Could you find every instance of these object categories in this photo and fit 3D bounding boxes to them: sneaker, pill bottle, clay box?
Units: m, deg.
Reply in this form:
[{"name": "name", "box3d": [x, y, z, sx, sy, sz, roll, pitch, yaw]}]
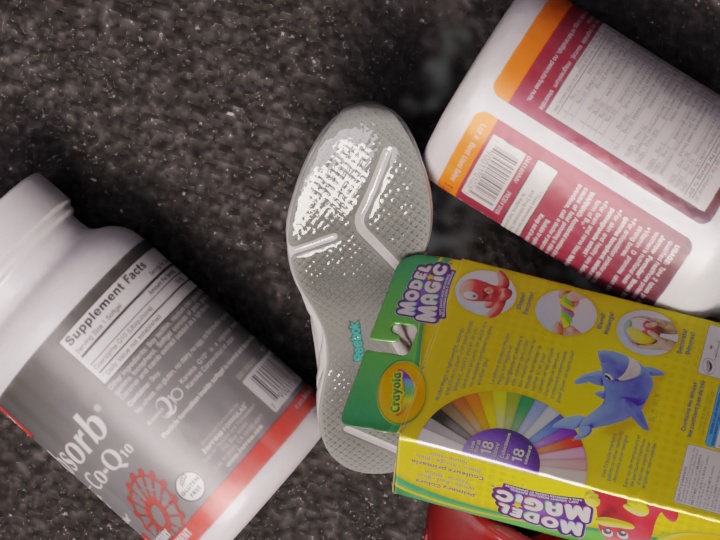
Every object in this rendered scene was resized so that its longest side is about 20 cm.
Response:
[{"name": "sneaker", "box3d": [0.000, 0.000, 1.185, 0.070, 0.080, 0.201, -1, 123, 0]}, {"name": "pill bottle", "box3d": [-0.123, 0.050, 1.231, 0.200, 0.116, 0.116, 41, 110, 0]}, {"name": "pill bottle", "box3d": [0.138, -0.042, 1.149, 0.200, 0.110, 0.110, 32, 109, 3]}, {"name": "clay box", "box3d": [0.099, 0.065, 1.099, 0.199, 0.115, 0.048, 14, 139, 10]}]

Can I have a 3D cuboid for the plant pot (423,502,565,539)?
[{"name": "plant pot", "box3d": [0.120, 0.186, 1.169, 0.200, 0.200, 0.183, 14, 110, 9]}]
